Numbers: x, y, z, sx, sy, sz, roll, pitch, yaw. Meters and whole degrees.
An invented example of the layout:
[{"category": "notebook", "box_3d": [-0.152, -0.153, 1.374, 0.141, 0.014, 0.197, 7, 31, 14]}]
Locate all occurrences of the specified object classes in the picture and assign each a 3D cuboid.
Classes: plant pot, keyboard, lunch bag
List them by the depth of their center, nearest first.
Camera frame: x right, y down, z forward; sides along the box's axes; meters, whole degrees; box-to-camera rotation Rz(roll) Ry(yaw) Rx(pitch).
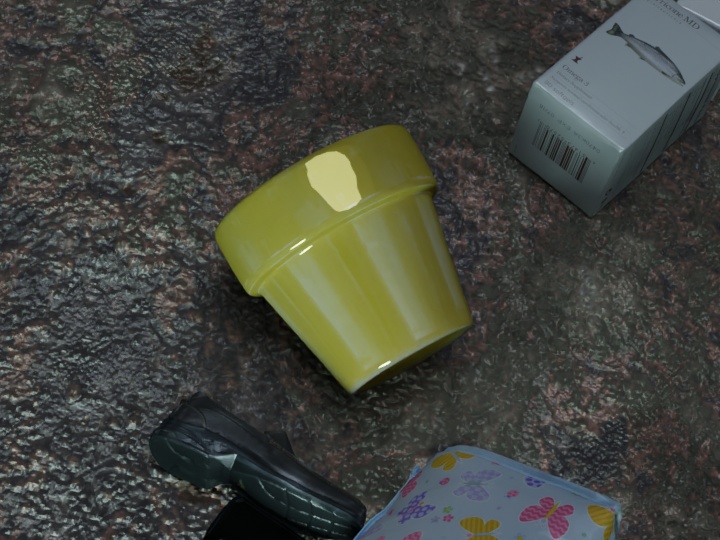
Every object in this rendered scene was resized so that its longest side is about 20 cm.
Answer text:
[{"category": "lunch bag", "box_3d": [0.094, 0.244, 1.339, 0.200, 0.127, 0.170, 19, 46, 33]}, {"category": "keyboard", "box_3d": [-0.052, 0.282, 1.359, 0.200, 0.040, 0.104, 34, 47, 5]}, {"category": "plant pot", "box_3d": [0.000, 0.000, 1.464, 0.201, 0.201, 0.189, -26, 81, -24]}]

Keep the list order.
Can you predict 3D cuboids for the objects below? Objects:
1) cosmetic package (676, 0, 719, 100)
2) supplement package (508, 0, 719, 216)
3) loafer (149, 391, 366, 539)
[{"category": "cosmetic package", "box_3d": [0.395, -0.295, 1.759, 0.085, 0.108, 0.200, 28, 59, 8]}, {"category": "supplement package", "box_3d": [0.264, -0.173, 1.652, 0.117, 0.117, 0.200, 39, 59, 16]}, {"category": "loafer", "box_3d": [-0.079, 0.165, 1.405, 0.200, 0.073, 0.072, 27, 53, 6]}]
